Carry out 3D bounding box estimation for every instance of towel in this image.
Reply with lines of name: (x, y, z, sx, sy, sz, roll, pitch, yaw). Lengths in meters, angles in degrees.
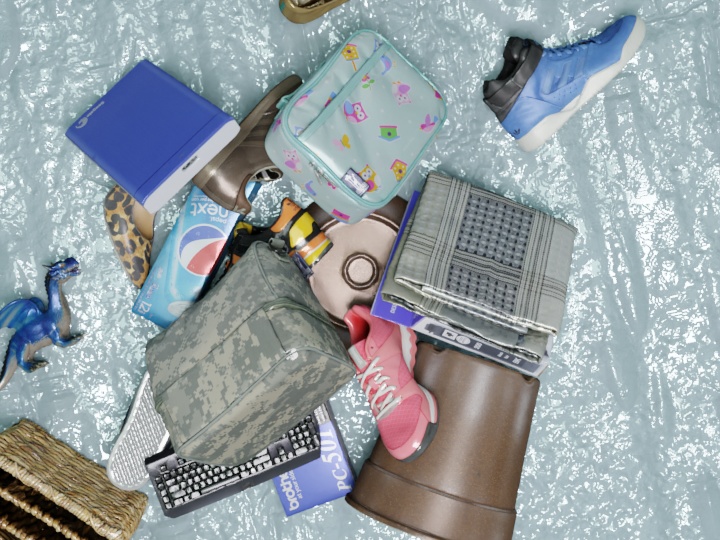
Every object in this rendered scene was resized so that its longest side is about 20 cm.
towel: (0.136, -0.012, 1.036, 0.192, 0.035, 0.201, 22, 53, 0)

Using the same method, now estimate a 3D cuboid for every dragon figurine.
dragon figurine: (-0.396, 0.067, 1.123, 0.200, 0.059, 0.100, -36, 93, 1)

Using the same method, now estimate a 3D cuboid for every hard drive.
hard drive: (-0.235, -0.154, 1.052, 0.132, 0.025, 0.200, -45, 48, -9)

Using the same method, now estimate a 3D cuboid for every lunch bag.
lunch bag: (-0.124, 0.083, 1.000, 0.200, 0.139, 0.168, -41, 61, 14)
lunch bag: (-0.005, -0.163, 1.057, 0.160, 0.077, 0.200, 44, 60, -12)

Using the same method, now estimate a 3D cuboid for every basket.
basket: (-0.370, 0.289, 1.092, 0.199, 0.149, 0.143, 34, 92, -3)

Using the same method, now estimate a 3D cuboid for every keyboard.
keyboard: (-0.150, 0.192, 1.088, 0.199, 0.021, 0.128, -21, 93, -11)

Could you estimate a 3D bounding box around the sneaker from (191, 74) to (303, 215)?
sneaker: (-0.111, -0.140, 1.078, 0.076, 0.070, 0.200, 44, 56, -11)

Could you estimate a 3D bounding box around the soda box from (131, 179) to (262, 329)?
soda box: (-0.191, -0.029, 1.114, 0.064, 0.068, 0.201, 27, 93, -2)

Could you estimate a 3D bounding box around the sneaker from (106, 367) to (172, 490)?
sneaker: (-0.233, 0.160, 1.122, 0.078, 0.079, 0.201, 33, 85, -4)

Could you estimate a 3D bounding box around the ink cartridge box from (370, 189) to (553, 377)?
ink cartridge box: (0.131, 0.000, 1.075, 0.199, 0.043, 0.199, 20, 53, -1)

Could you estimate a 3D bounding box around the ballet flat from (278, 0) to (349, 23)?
ballet flat: (-0.005, -0.350, 1.099, 0.199, 0.063, 0.069, -33, 93, 1)

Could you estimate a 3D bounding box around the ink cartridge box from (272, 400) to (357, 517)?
ink cartridge box: (-0.079, 0.183, 1.138, 0.093, 0.044, 0.201, -20, 93, 3)

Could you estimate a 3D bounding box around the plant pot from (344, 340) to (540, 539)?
plant pot: (0.105, 0.195, 1.074, 0.199, 0.200, 0.199, 18, 86, -1)

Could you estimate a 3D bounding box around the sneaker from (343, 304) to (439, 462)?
sneaker: (0.020, 0.117, 1.012, 0.087, 0.201, 0.074, 29, 120, -33)

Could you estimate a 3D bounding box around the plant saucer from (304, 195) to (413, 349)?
plant saucer: (0.000, 0.000, 1.133, 0.199, 0.037, 0.202, 0, 93, 0)

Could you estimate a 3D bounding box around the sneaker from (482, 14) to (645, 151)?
sneaker: (0.229, -0.246, 1.099, 0.200, 0.077, 0.111, -44, 102, 9)

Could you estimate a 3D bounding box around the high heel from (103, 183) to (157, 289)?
high heel: (-0.225, -0.086, 1.107, 0.142, 0.071, 0.201, -10, 84, 7)

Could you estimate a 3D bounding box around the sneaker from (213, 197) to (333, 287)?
sneaker: (-0.129, -0.008, 1.097, 0.200, 0.070, 0.090, -33, 97, 23)
